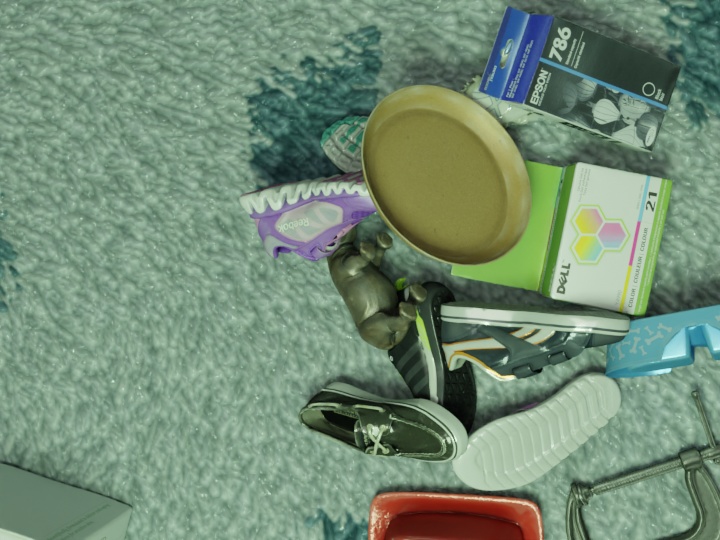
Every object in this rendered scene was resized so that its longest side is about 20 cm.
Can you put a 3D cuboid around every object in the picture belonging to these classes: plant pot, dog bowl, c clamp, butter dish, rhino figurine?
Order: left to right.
[{"bbox_3d":[0.000,0.000,1.112,0.200,0.060,0.088,59,134,28],"label":"rhino figurine"},{"bbox_3d":[0.084,-0.094,1.018,0.200,0.027,0.201,12,64,-25],"label":"plant pot"},{"bbox_3d":[0.095,0.352,1.079,0.199,0.148,0.200,1,91,11],"label":"butter dish"},{"bbox_3d":[0.311,0.247,1.099,0.200,0.027,0.171,-26,91,9],"label":"c clamp"},{"bbox_3d":[0.350,0.070,1.041,0.199,0.111,0.050,-13,74,20],"label":"dog bowl"}]

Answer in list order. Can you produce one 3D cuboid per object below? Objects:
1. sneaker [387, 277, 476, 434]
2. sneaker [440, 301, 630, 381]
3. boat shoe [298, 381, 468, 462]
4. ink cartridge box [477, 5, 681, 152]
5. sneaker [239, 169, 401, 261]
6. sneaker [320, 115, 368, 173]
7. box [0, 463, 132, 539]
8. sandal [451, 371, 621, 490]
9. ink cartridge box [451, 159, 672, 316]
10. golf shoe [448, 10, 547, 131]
[{"bbox_3d":[0.075,0.106,1.134,0.083,0.072,0.201,-6,91,41],"label":"sneaker"},{"bbox_3d":[0.181,0.076,1.053,0.199,0.078,0.080,2,93,26],"label":"sneaker"},{"bbox_3d":[0.021,0.176,1.098,0.200,0.064,0.071,8,115,36],"label":"boat shoe"},{"bbox_3d":[0.233,-0.202,1.064,0.199,0.039,0.100,17,95,-12],"label":"ink cartridge box"},{"bbox_3d":[-0.037,-0.056,1.071,0.200,0.080,0.089,-6,99,36],"label":"sneaker"},{"bbox_3d":[0.032,-0.099,1.126,0.078,0.091,0.200,-40,57,-19],"label":"sneaker"},{"bbox_3d":[-0.405,0.344,1.154,0.199,0.199,0.172,15,93,9],"label":"box"},{"bbox_3d":[0.195,0.179,1.111,0.202,0.050,0.083,-26,100,-2],"label":"sandal"},{"bbox_3d":[0.210,-0.042,1.069,0.199,0.076,0.148,11,92,-2],"label":"ink cartridge box"},{"bbox_3d":[0.157,-0.181,1.101,0.097,0.078,0.200,37,98,3],"label":"golf shoe"}]
